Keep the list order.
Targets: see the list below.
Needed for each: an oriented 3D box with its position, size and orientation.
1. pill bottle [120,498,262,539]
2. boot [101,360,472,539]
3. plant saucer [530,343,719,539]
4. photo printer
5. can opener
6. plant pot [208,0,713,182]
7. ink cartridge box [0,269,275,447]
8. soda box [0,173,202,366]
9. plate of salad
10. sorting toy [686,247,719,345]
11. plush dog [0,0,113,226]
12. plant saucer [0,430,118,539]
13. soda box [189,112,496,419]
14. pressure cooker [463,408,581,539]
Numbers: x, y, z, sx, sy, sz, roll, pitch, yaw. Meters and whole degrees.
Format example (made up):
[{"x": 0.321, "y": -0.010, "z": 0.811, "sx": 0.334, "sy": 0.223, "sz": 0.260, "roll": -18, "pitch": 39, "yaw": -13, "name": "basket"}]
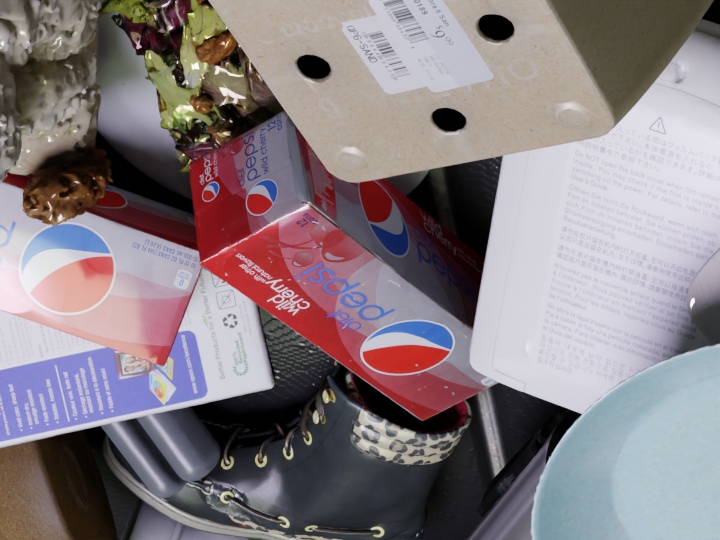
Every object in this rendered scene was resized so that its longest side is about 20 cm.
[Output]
[{"x": -0.057, "y": 0.208, "z": 1.551, "sx": 0.199, "sy": 0.112, "sz": 0.111, "roll": 22, "pitch": 142, "yaw": -6, "name": "pill bottle"}, {"x": -0.041, "y": 0.095, "z": 1.447, "sx": 0.202, "sy": 0.074, "sz": 0.154, "roll": 23, "pitch": 135, "yaw": -1, "name": "boot"}, {"x": 0.176, "y": 0.103, "z": 1.111, "sx": 0.199, "sy": 0.039, "sz": 0.202, "roll": 1, "pitch": 124, "yaw": 1, "name": "plant saucer"}, {"x": 0.142, "y": -0.023, "z": 1.172, "sx": 0.165, "sy": 0.069, "sz": 0.201, "roll": 19, "pitch": 120, "yaw": 20, "name": "photo printer"}, {"x": -0.162, "y": 0.048, "z": 1.399, "sx": 0.053, "sy": 0.067, "sz": 0.201, "roll": -32, "pitch": 97, "yaw": 38, "name": "can opener"}, {"x": 0.035, "y": -0.153, "z": 1.023, "sx": 0.199, "sy": 0.178, "sz": 0.200, "roll": -8, "pitch": 135, "yaw": 30, "name": "plant pot"}, {"x": -0.152, "y": 0.037, "z": 1.350, "sx": 0.198, "sy": 0.037, "sz": 0.095, "roll": -13, "pitch": 108, "yaw": -4, "name": "ink cartridge box"}, {"x": -0.182, "y": -0.021, "z": 1.280, "sx": 0.199, "sy": 0.063, "sz": 0.070, "roll": 19, "pitch": 106, "yaw": -10, "name": "soda box"}, {"x": -0.057, "y": -0.083, "z": 1.248, "sx": 0.198, "sy": 0.048, "sz": 0.201, "roll": 11, "pitch": 142, "yaw": 9, "name": "plate of salad"}, {"x": 0.245, "y": 0.009, "z": 1.105, "sx": 0.179, "sy": 0.107, "sz": 0.200, "roll": -27, "pitch": 130, "yaw": 13, "name": "sorting toy"}, {"x": -0.176, "y": -0.117, "z": 1.195, "sx": 0.201, "sy": 0.160, "sz": 0.172, "roll": 54, "pitch": 164, "yaw": 21, "name": "plush dog"}, {"x": -0.183, "y": 0.126, "z": 1.454, "sx": 0.035, "sy": 0.201, "sz": 0.201, "roll": -20, "pitch": 134, "yaw": 5, "name": "plant saucer"}, {"x": 0.000, "y": 0.000, "z": 1.259, "sx": 0.070, "sy": 0.064, "sz": 0.200, "roll": -27, "pitch": 140, "yaw": 23, "name": "soda box"}, {"x": 0.159, "y": 0.157, "z": 1.348, "sx": 0.178, "sy": 0.177, "sz": 0.200, "roll": 26, "pitch": 129, "yaw": -12, "name": "pressure cooker"}]
